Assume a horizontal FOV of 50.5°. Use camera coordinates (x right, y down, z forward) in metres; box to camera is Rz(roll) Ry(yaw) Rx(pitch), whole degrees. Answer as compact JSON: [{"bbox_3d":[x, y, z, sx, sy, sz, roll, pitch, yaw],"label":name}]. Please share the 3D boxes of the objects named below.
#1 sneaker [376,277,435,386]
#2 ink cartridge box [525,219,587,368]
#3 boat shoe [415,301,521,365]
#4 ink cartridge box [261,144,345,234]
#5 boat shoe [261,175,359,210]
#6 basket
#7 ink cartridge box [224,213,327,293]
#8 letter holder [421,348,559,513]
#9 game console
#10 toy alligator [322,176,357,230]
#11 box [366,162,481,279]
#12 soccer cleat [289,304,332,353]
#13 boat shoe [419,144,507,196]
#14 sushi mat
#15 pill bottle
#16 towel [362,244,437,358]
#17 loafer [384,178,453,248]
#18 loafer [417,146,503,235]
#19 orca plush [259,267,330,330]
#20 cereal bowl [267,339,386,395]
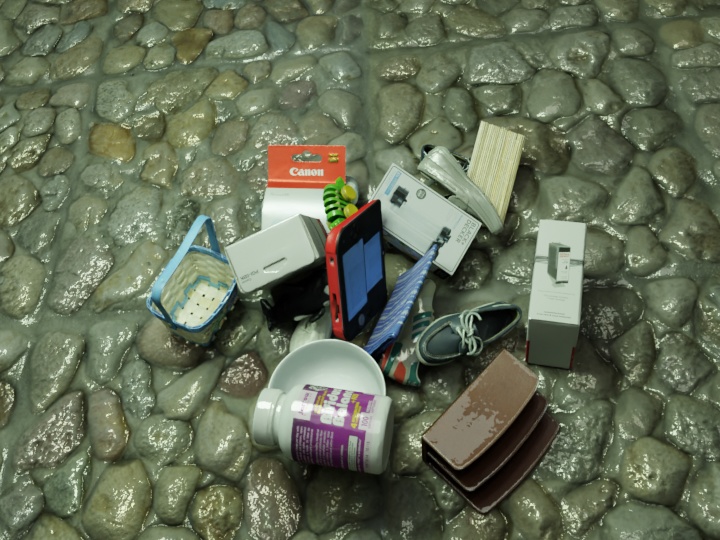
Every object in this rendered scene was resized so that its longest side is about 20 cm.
[{"bbox_3d":[0.103,0.111,1.326,0.092,0.071,0.202,28,60,3],"label":"sneaker"},{"bbox_3d":[0.328,0.039,1.286,0.081,0.148,0.203,6,56,14],"label":"ink cartridge box"},{"bbox_3d":[0.184,0.104,1.277,0.197,0.062,0.076,-15,87,-25],"label":"boat shoe"},{"bbox_3d":[-0.107,-0.136,1.453,0.157,0.047,0.205,2,96,7],"label":"ink cartridge box"},{"bbox_3d":[-0.098,-0.146,1.523,0.197,0.071,0.072,-9,31,7],"label":"boat shoe"},{"bbox_3d":[-0.292,0.023,1.343,0.137,0.201,0.178,18,61,19],"label":"basket"},{"bbox_3d":[-0.134,-0.030,1.332,0.145,0.200,0.084,-24,88,6],"label":"ink cartridge box"},{"bbox_3d":[0.210,0.253,1.188,0.200,0.101,0.142,-42,63,-19],"label":"letter holder"},{"bbox_3d":[0.000,0.000,1.295,0.031,0.204,0.176,10,28,29],"label":"game console"},{"bbox_3d":[-0.039,-0.090,1.372,0.059,0.054,0.203,-32,54,36],"label":"toy alligator"},{"bbox_3d":[0.108,-0.088,1.390,0.198,0.060,0.118,35,78,-3],"label":"box"},{"bbox_3d":[-0.065,0.072,1.357,0.068,0.078,0.201,26,63,23],"label":"soccer cleat"},{"bbox_3d":[0.205,-0.195,1.510,0.198,0.062,0.075,31,63,24],"label":"boat shoe"},{"bbox_3d":[0.252,-0.181,1.467,0.094,0.012,0.204,16,81,-1],"label":"sushi mat"},{"bbox_3d":[-0.054,0.229,1.129,0.196,0.113,0.114,6,57,10],"label":"pill bottle"},{"bbox_3d":[0.063,0.059,1.310,0.024,0.145,0.202,32,57,-7],"label":"towel"},{"bbox_3d":[0.110,-0.109,1.452,0.199,0.076,0.069,-40,46,-19],"label":"loafer"},{"bbox_3d":[0.187,-0.139,1.421,0.070,0.070,0.201,-41,81,3],"label":"loafer"},{"bbox_3d":[-0.115,0.035,1.333,0.198,0.071,0.107,-14,51,42],"label":"orca plush"},{"bbox_3d":[-0.051,0.219,1.253,0.196,0.084,0.203,-3,56,5],"label":"cereal bowl"}]
